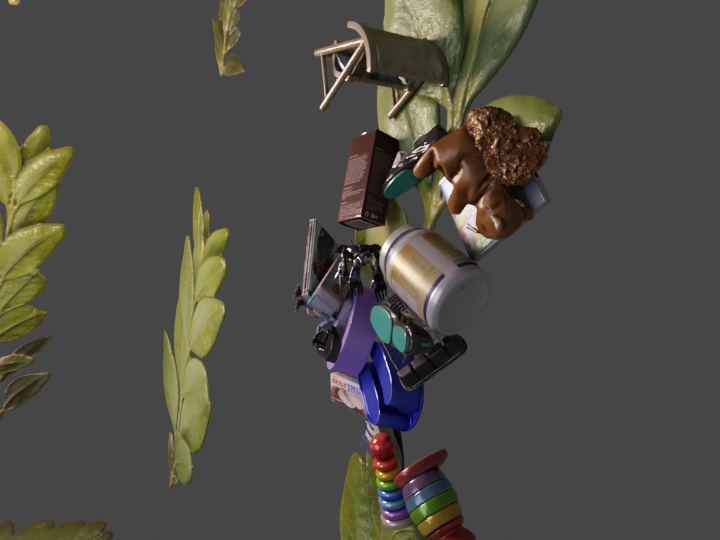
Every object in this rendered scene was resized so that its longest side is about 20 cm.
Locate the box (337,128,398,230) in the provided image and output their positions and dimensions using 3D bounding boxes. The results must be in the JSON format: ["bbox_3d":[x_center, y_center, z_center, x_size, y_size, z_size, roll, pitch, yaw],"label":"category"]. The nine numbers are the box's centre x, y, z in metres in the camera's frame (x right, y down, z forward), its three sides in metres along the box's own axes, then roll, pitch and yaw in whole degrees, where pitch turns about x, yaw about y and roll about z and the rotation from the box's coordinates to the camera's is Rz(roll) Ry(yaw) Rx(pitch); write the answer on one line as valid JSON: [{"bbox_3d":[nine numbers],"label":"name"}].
[{"bbox_3d":[0.016,-0.198,1.295,0.099,0.074,0.205,-4,74,55],"label":"box"}]

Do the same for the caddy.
[{"bbox_3d":[0.073,0.244,1.246,0.143,0.103,0.202,-62,29,31],"label":"caddy"}]

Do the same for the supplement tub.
[{"bbox_3d":[0.137,0.012,1.109,0.200,0.142,0.147,46,127,44],"label":"supplement tub"}]

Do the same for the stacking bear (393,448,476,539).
[{"bbox_3d":[0.157,0.480,1.144,0.202,0.112,0.122,60,136,28],"label":"stacking bear"}]

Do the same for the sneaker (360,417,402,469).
[{"bbox_3d":[0.032,0.360,1.334,0.083,0.074,0.205,-18,76,41],"label":"sneaker"}]

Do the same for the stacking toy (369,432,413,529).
[{"bbox_3d":[0.065,0.443,1.249,0.085,0.084,0.205,1,107,55],"label":"stacking toy"}]

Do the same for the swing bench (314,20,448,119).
[{"bbox_3d":[0.040,-0.411,1.181,0.198,0.195,0.133,-16,79,54],"label":"swing bench"}]

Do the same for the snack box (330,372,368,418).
[{"bbox_3d":[-0.014,0.311,1.448,0.198,0.024,0.074,7,98,55],"label":"snack box"}]

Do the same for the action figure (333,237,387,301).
[{"bbox_3d":[0.000,0.000,1.253,0.201,0.116,0.104,-104,19,-65],"label":"action figure"}]

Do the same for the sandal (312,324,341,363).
[{"bbox_3d":[-0.082,0.162,1.337,0.200,0.042,0.078,169,118,-78],"label":"sandal"}]

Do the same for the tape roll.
[{"bbox_3d":[-0.016,0.135,1.329,0.200,0.064,0.205,-161,89,-79],"label":"tape roll"}]

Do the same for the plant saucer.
[{"bbox_3d":[0.055,-0.076,1.323,0.198,0.030,0.206,2,93,55],"label":"plant saucer"}]

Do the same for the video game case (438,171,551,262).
[{"bbox_3d":[0.235,-0.145,1.063,0.200,0.022,0.186,-46,55,47],"label":"video game case"}]

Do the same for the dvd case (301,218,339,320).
[{"bbox_3d":[-0.091,-0.001,1.405,0.022,0.146,0.204,-8,59,23],"label":"dvd case"}]

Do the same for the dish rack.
[{"bbox_3d":[0.107,0.121,1.182,0.152,0.055,0.201,-35,46,5],"label":"dish rack"}]

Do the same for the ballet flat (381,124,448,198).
[{"bbox_3d":[0.114,-0.227,1.206,0.199,0.067,0.070,-35,53,39],"label":"ballet flat"}]

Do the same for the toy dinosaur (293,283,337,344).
[{"bbox_3d":[-0.087,0.093,1.506,0.178,0.201,0.107,18,124,13],"label":"toy dinosaur"}]

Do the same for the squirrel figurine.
[{"bbox_3d":[0.217,-0.156,0.961,0.201,0.139,0.189,-50,59,46],"label":"squirrel figurine"}]

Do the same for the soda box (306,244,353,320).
[{"bbox_3d":[-0.053,0.024,1.347,0.063,0.201,0.069,36,123,-4],"label":"soda box"}]

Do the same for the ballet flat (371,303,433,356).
[{"bbox_3d":[0.080,0.116,1.100,0.200,0.067,0.070,-140,55,-67],"label":"ballet flat"}]
